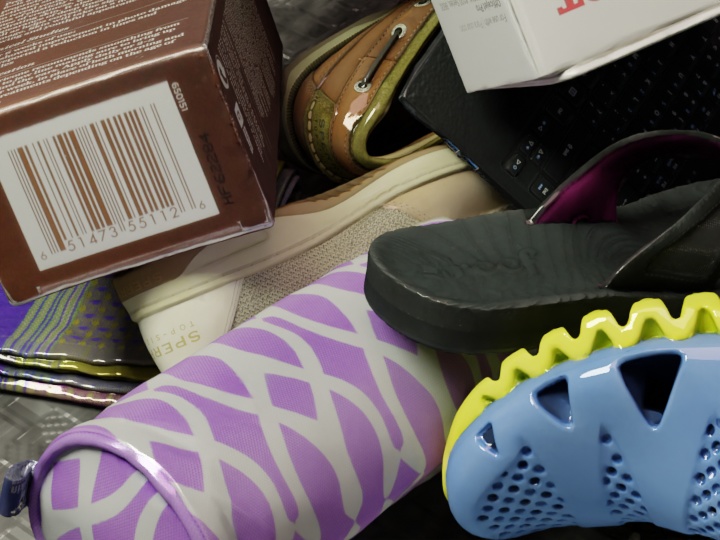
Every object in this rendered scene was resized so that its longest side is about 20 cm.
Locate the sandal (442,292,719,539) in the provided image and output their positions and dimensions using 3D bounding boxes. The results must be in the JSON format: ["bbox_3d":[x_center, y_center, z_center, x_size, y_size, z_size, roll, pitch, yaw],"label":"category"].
[{"bbox_3d":[0.119,0.052,0.671,0.200,0.079,0.087,-17,61,19],"label":"sandal"}]

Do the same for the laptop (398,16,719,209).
[{"bbox_3d":[0.151,-0.075,0.843,0.200,0.103,0.177,41,64,-14],"label":"laptop"}]

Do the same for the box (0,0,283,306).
[{"bbox_3d":[-0.087,-0.068,0.833,0.100,0.075,0.200,-17,24,7],"label":"box"}]

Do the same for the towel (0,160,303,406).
[{"bbox_3d":[-0.130,-0.010,0.886,0.200,0.023,0.144,9,43,12],"label":"towel"}]

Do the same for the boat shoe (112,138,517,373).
[{"bbox_3d":[0.000,0.000,0.841,0.200,0.065,0.072,-21,-2,-40],"label":"boat shoe"}]

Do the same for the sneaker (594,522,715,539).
[{"bbox_3d":[0.165,0.059,0.751,0.200,0.079,0.089,18,48,22],"label":"sneaker"}]

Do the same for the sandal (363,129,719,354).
[{"bbox_3d":[0.092,-0.014,0.733,0.200,0.048,0.075,-11,33,-39],"label":"sandal"}]

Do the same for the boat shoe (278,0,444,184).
[{"bbox_3d":[0.057,-0.100,0.918,0.200,0.072,0.068,-43,28,-17],"label":"boat shoe"}]

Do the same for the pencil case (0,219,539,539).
[{"bbox_3d":[-0.016,0.054,0.722,0.084,0.086,0.200,33,41,27],"label":"pencil case"}]

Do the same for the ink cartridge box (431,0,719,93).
[{"bbox_3d":[0.076,-0.180,0.792,0.144,0.200,0.084,-23,7,-15],"label":"ink cartridge box"}]
